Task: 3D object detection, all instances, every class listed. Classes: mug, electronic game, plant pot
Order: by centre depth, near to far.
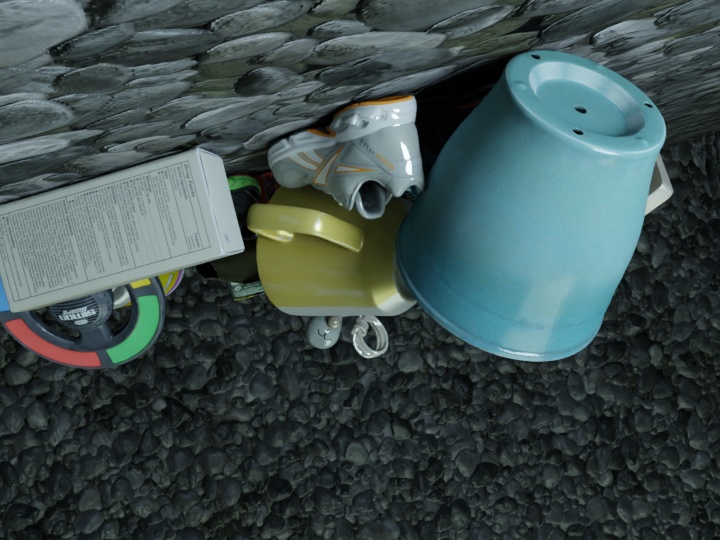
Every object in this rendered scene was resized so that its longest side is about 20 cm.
[{"bbox_3d":[0.148,-0.064,0.687,0.197,0.201,0.190,-15,143,-32],"label":"plant pot"},{"bbox_3d":[-0.015,-0.013,0.849,0.151,0.152,0.186,8,-157,36],"label":"mug"},{"bbox_3d":[-0.319,0.033,0.945,0.196,0.202,0.042,-14,-145,8],"label":"electronic game"}]

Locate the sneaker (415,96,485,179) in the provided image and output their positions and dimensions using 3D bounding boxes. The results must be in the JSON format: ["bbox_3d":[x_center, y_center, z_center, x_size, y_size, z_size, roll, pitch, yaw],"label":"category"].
[{"bbox_3d":[0.105,-0.132,0.822,0.196,0.077,0.078,-13,-176,3],"label":"sneaker"}]

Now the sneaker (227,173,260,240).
[{"bbox_3d":[-0.168,-0.051,0.872,0.076,0.085,0.199,-15,-179,39],"label":"sneaker"}]

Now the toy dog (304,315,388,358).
[{"bbox_3d":[0.000,0.000,1.048,0.130,0.204,0.096,15,152,-25],"label":"toy dog"}]

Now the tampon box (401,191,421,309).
[{"bbox_3d":[0.116,-0.069,1.071,0.124,0.204,0.150,-14,179,14],"label":"tampon box"}]

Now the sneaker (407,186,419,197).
[{"bbox_3d":[0.082,-0.120,0.939,0.196,0.083,0.074,-16,-178,-1],"label":"sneaker"}]

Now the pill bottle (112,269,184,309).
[{"bbox_3d":[-0.308,-0.006,1.070,0.102,0.106,0.200,-14,-179,12],"label":"pill bottle"}]

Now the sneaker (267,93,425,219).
[{"bbox_3d":[-0.017,-0.086,0.746,0.075,0.094,0.199,-15,-178,-34],"label":"sneaker"}]

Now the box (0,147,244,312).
[{"bbox_3d":[-0.212,-0.034,0.734,0.196,0.097,0.078,-13,-179,6],"label":"box"}]

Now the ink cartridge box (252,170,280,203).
[{"bbox_3d":[-0.115,-0.085,1.015,0.197,0.051,0.109,-14,180,26],"label":"ink cartridge box"}]

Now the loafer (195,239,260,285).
[{"bbox_3d":[-0.148,-0.011,1.024,0.069,0.077,0.199,-19,-178,-30],"label":"loafer"}]

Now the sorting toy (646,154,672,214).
[{"bbox_3d":[0.240,-0.109,0.974,0.200,0.069,0.201,-41,-152,33],"label":"sorting toy"}]

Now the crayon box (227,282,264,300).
[{"bbox_3d":[-0.108,-0.047,1.282,0.196,0.059,0.174,-15,-146,0],"label":"crayon box"}]
